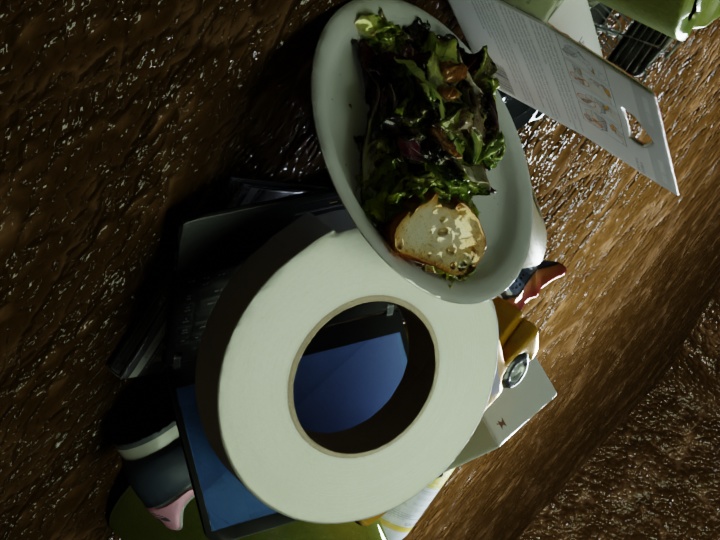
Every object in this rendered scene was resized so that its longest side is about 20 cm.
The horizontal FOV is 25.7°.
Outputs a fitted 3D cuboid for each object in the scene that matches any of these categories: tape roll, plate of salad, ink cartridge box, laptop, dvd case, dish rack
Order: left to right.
[{"bbox_3d":[-0.080,0.005,1.069,0.149,0.016,0.200,-56,163,12],"label":"dvd case"},{"bbox_3d":[-0.025,0.054,0.999,0.177,0.103,0.200,-13,139,-26],"label":"laptop"},{"bbox_3d":[-0.005,0.060,0.985,0.202,0.037,0.203,-11,114,-26],"label":"tape roll"},{"bbox_3d":[0.048,-0.078,0.956,0.048,0.200,0.200,-24,-175,40],"label":"plate of salad"},{"bbox_3d":[0.146,-0.141,1.065,0.045,0.176,0.200,-55,159,-5],"label":"ink cartridge box"},{"bbox_3d":[0.209,-0.206,1.170,0.154,0.054,0.200,-57,-154,4],"label":"dish rack"}]

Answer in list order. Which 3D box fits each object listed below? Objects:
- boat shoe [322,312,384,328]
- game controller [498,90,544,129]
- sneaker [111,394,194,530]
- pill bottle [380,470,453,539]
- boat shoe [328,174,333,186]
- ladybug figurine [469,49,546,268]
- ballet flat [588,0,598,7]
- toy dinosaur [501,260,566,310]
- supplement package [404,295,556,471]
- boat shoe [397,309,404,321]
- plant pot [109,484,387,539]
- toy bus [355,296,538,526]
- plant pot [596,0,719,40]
[{"bbox_3d":[0.000,0.000,1.157,0.200,0.070,0.071,-27,116,-53],"label":"boat shoe"},{"bbox_3d":[0.118,-0.136,1.298,0.200,0.042,0.104,-34,170,-46],"label":"game controller"},{"bbox_3d":[-0.073,0.108,1.104,0.200,0.082,0.070,-25,-165,-21],"label":"sneaker"},{"bbox_3d":[0.025,0.203,1.596,0.200,0.112,0.112,-55,164,9],"label":"pill bottle"},{"bbox_3d":[0.030,-0.043,1.065,0.072,0.065,0.200,-60,145,-33],"label":"boat shoe"},{"bbox_3d":[0.081,-0.073,1.150,0.072,0.136,0.200,-20,132,8],"label":"ladybug figurine"},{"bbox_3d":[0.141,-0.217,1.119,0.068,0.068,0.200,-58,163,15],"label":"ballet flat"},{"bbox_3d":[0.131,0.025,1.474,0.181,0.200,0.105,5,144,-35],"label":"toy dinosaur"},{"bbox_3d":[0.037,0.110,1.297,0.200,0.117,0.117,-30,179,35],"label":"supplement package"},{"bbox_3d":[-0.004,0.023,1.251,0.200,0.072,0.071,-27,175,-46],"label":"boat shoe"},{"bbox_3d":[-0.055,0.215,1.183,0.187,0.200,0.187,-36,164,-12],"label":"plant pot"},{"bbox_3d":[0.042,0.089,1.129,0.200,0.065,0.078,-44,145,-22],"label":"toy bus"},{"bbox_3d":[0.145,-0.232,0.894,0.200,0.184,0.200,-46,163,-19],"label":"plant pot"}]
